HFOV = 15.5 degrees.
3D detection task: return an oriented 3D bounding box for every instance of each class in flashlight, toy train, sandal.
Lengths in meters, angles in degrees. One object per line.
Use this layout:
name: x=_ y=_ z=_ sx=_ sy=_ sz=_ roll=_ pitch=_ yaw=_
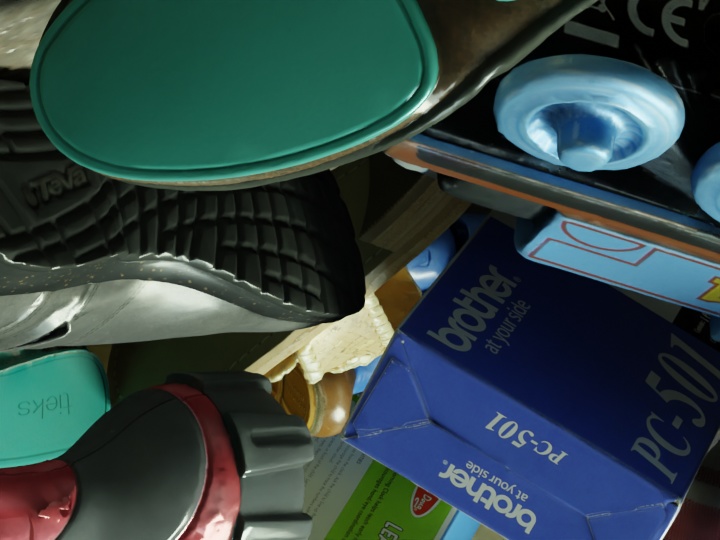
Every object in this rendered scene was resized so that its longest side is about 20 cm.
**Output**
flashlight: x=-0.107 y=0.066 z=0.755 sx=0.199 sy=0.068 sz=0.068 roll=0 pitch=158 yaw=-41
toy train: x=0.096 y=-0.034 z=0.681 sx=0.199 sy=0.087 sz=0.114 roll=16 pitch=153 yaw=-14
sandal: x=0.000 y=0.005 z=0.848 sx=0.069 sy=0.078 sz=0.212 roll=23 pitch=140 yaw=-27

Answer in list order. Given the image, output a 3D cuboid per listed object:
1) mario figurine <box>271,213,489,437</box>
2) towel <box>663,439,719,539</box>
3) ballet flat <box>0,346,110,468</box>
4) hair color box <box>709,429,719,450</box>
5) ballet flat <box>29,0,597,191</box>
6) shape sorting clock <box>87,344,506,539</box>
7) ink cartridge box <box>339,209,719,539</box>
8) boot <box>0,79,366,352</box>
mario figurine: x=0.068 y=0.005 z=0.947 sx=0.199 sy=0.106 sz=0.124 roll=-9 pitch=141 yaw=-26
towel: x=0.172 y=0.032 z=0.760 sx=0.200 sy=0.030 sz=0.146 roll=-45 pitch=-168 yaw=-10
ballet flat: x=-0.156 y=0.051 z=0.830 sx=0.072 sy=0.072 sz=0.200 roll=-29 pitch=167 yaw=26
hair color box: x=0.159 y=0.063 z=0.906 sx=0.099 sy=0.061 sz=0.200 roll=-42 pitch=-169 yaw=46
ballet flat: x=0.020 y=-0.071 z=0.583 sx=0.199 sy=0.068 sz=0.068 roll=-21 pitch=-174 yaw=26
shape sorting clock: x=-0.036 y=0.092 z=0.937 sx=0.199 sy=0.200 sz=0.039 roll=-17 pitch=144 yaw=-37
ink cartridge box: x=0.073 y=0.019 z=0.817 sx=0.044 sy=0.094 sz=0.200 roll=-62 pitch=173 yaw=29
boot: x=-0.097 y=0.000 z=0.723 sx=0.131 sy=0.070 sz=0.200 roll=-27 pitch=159 yaw=29
